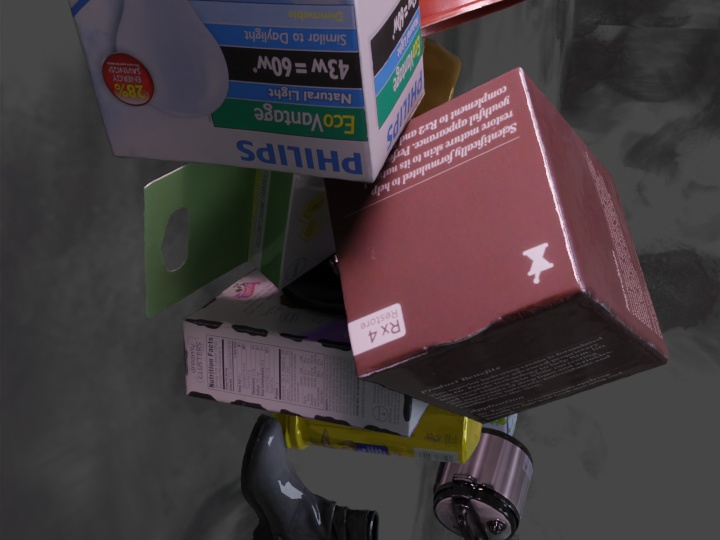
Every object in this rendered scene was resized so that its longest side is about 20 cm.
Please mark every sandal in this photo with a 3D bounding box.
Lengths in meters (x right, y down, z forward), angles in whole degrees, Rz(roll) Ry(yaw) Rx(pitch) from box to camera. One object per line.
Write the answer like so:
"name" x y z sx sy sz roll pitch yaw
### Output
"sandal" -0.043 -0.016 0.854 0.200 0.074 0.049 -136 -139 -58

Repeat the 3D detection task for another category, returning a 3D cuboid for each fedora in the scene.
"fedora" 0.079 -0.228 1.220 0.201 0.081 0.203 11 90 -89

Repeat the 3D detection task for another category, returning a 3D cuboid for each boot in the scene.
"boot" -0.043 0.232 0.965 0.070 0.130 0.202 -61 152 -50

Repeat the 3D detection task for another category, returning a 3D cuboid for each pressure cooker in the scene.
"pressure cooker" 0.230 0.424 1.856 0.179 0.175 0.201 -51 -168 50

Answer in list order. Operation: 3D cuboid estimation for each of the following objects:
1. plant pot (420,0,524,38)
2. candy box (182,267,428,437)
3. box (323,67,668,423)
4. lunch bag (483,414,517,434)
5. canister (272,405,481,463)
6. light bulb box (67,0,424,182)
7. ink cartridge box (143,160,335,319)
"plant pot" 0.081 -0.363 1.031 0.201 0.198 0.198 -39 113 -67
"candy box" -0.027 0.059 0.835 0.168 0.197 0.073 -43 137 -63
"box" 0.100 -0.004 0.701 0.199 0.164 0.166 29 45 -54
"lunch bag" 0.336 0.316 2.343 0.161 0.081 0.202 -58 150 -53
"canister" 0.024 0.147 1.025 0.148 0.197 0.088 -3 97 -76
"light bulb box" -0.071 -0.178 0.609 0.125 0.196 0.202 -61 151 -47
"ink cartridge box" -0.068 -0.044 0.723 0.199 0.048 0.146 -37 154 -34
